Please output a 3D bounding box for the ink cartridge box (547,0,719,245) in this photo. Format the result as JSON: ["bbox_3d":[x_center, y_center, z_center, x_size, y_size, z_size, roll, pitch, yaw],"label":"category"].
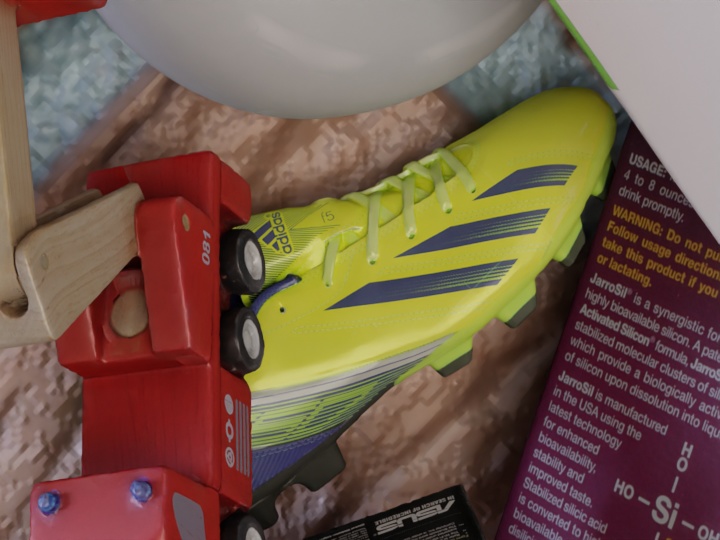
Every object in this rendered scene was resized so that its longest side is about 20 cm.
[{"bbox_3d":[0.128,-0.127,0.751,0.084,0.201,0.146,-23,116,37],"label":"ink cartridge box"}]

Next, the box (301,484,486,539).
[{"bbox_3d":[-0.036,0.164,0.720,0.199,0.164,0.087,-19,114,-2],"label":"box"}]

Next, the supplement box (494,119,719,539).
[{"bbox_3d":[0.134,0.063,0.831,0.130,0.103,0.202,8,103,-42],"label":"supplement box"}]

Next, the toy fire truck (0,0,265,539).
[{"bbox_3d":[-0.077,-0.002,0.713,0.048,0.141,0.202,-9,68,21],"label":"toy fire truck"}]

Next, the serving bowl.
[{"bbox_3d":[0.000,-0.144,0.761,0.199,0.066,0.202,-5,101,-27],"label":"serving bowl"}]

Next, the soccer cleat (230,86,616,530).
[{"bbox_3d":[0.000,0.000,0.823,0.200,0.065,0.084,-42,106,-2],"label":"soccer cleat"}]
